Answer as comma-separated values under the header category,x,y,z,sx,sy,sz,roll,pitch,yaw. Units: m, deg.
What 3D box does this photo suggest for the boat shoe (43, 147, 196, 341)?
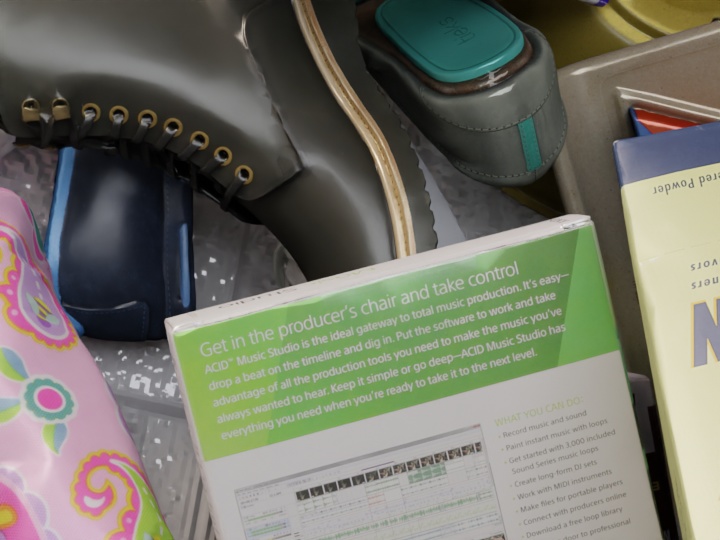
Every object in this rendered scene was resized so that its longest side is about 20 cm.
category,x,y,z,sx,sy,sz,roll,pitch,yaw
boat shoe,-0.078,-0.070,0.887,0.069,0.084,0.200,10,87,-9

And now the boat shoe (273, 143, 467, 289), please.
category,x,y,z,sx,sy,sz,roll,pitch,yaw
boat shoe,0.000,0.000,0.882,0.066,0.072,0.200,-28,85,-18

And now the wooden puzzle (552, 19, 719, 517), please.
category,x,y,z,sx,sy,sz,roll,pitch,yaw
wooden puzzle,0.186,-0.012,0.877,0.200,0.046,0.185,-17,99,2

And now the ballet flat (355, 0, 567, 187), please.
category,x,y,z,sx,sy,sz,roll,pitch,yaw
ballet flat,0.020,-0.092,0.894,0.067,0.064,0.200,-27,37,-6

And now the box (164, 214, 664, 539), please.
category,x,y,z,sx,sy,sz,roll,pitch,yaw
box,0.028,0.094,0.757,0.144,0.036,0.200,-14,98,-9

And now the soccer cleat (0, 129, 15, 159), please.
category,x,y,z,sx,sy,sz,roll,pitch,yaw
soccer cleat,-0.189,-0.033,0.851,0.069,0.078,0.200,34,47,20

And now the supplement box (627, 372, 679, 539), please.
category,x,y,z,sx,sy,sz,roll,pitch,yaw
supplement box,0.063,0.144,0.820,0.109,0.061,0.200,-11,93,-12

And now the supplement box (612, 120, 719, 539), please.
category,x,y,z,sx,sy,sz,roll,pitch,yaw
supplement box,0.171,0.081,0.735,0.134,0.200,0.200,-11,52,6

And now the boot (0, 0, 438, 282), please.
category,x,y,z,sx,sy,sz,roll,pitch,yaw
boot,-0.060,-0.037,0.802,0.138,0.077,0.200,-13,67,-20

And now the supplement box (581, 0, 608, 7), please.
category,x,y,z,sx,sy,sz,roll,pitch,yaw
supplement box,0.026,-0.171,0.809,0.103,0.200,0.101,37,108,31

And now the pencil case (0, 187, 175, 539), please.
category,x,y,z,sx,sy,sz,roll,pitch,yaw
pencil case,-0.112,0.071,0.782,0.087,0.087,0.200,-21,66,-19

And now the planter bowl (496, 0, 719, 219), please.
category,x,y,z,sx,sy,sz,roll,pitch,yaw
planter bowl,0.122,-0.118,0.938,0.200,0.083,0.201,4,72,-12
